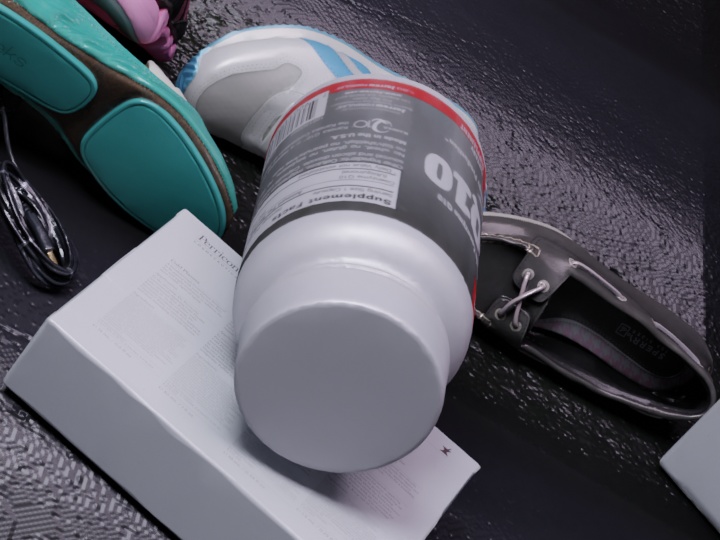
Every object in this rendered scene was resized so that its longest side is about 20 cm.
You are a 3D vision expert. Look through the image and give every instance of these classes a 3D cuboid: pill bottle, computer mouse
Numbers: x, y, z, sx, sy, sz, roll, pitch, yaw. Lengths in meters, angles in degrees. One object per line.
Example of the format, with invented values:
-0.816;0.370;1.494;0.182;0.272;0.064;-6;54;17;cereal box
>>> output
0.000;0.000;1.229;0.114;0.114;0.200;30;31;-14;pill bottle
-0.189;-0.071;1.304;0.059;0.034;0.200;26;35;-52;computer mouse

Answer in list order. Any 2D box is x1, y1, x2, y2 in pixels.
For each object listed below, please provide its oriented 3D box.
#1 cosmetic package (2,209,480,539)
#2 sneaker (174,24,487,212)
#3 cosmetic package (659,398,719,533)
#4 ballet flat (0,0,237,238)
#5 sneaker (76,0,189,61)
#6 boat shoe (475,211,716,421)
-0.053;0.074;1.234;0.200;0.052;0.151;41;33;3;cosmetic package
-0.011;-0.075;1.442;0.199;0.077;0.081;18;40;-28;sneaker
0.315;0.125;1.482;0.200;0.123;0.199;48;33;17;cosmetic package
-0.132;-0.095;1.315;0.200;0.067;0.071;42;34;-27;ballet flat
-0.111;-0.171;1.388;0.079;0.096;0.200;34;0;-7;sneaker
0.123;0.027;1.455;0.200;0.067;0.057;27;18;-24;boat shoe
